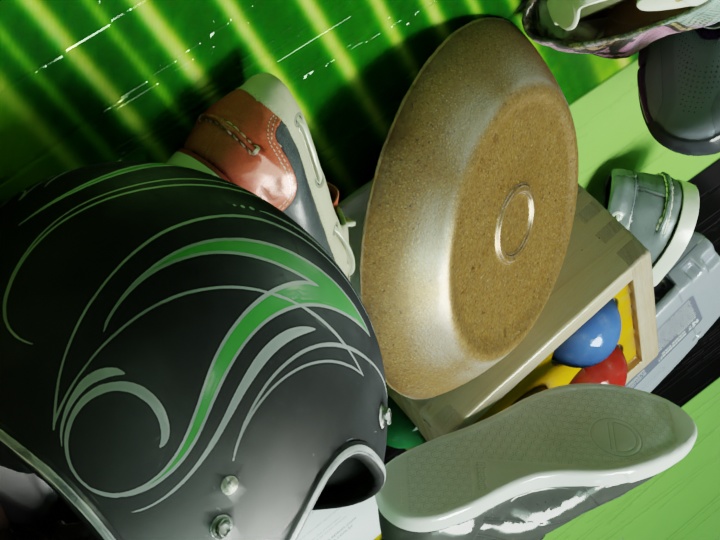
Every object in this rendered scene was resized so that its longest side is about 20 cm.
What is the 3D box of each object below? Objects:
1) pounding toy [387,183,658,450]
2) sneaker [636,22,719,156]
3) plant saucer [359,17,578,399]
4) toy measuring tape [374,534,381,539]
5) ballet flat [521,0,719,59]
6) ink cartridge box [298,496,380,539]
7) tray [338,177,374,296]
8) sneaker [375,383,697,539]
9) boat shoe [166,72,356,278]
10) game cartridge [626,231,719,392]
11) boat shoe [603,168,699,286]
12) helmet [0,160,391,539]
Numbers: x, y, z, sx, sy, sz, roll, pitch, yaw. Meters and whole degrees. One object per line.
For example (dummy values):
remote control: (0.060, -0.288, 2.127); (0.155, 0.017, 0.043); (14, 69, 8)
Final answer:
pounding toy: (0.082, 0.071, 1.348); (0.200, 0.142, 0.184); (-41, 157, -9)
sneaker: (0.183, -0.158, 1.178); (0.088, 0.074, 0.201); (67, 36, -54)
plant saucer: (0.066, -0.028, 1.179); (0.200, 0.035, 0.201); (-34, 130, -51)
toy measuring tape: (-0.014, 0.192, 1.506); (0.200, 0.074, 0.073); (-36, 161, 21)
ballet flat: (0.140, -0.144, 1.115); (0.071, 0.069, 0.200); (-18, 176, -27)
ink cartridge box: (-0.085, 0.132, 1.271); (0.196, 0.043, 0.200); (-38, 136, -18)
tray: (0.000, 0.000, 1.212); (0.200, 0.022, 0.108); (-37, 132, -19)
sneaker: (0.092, 0.130, 1.272); (0.199, 0.071, 0.100); (-16, 136, -25)
boat shoe: (-0.033, -0.020, 1.091); (0.063, 0.071, 0.200); (-53, 150, -14)
game cartridge: (0.185, 0.065, 1.651); (0.200, 0.041, 0.133); (-44, 154, -2)
boat shoe: (0.143, 0.008, 1.479); (0.062, 0.073, 0.200); (19, 132, -17)
helmet: (-0.087, 0.051, 0.958); (0.191, 0.200, 0.200); (-48, 162, -34)
